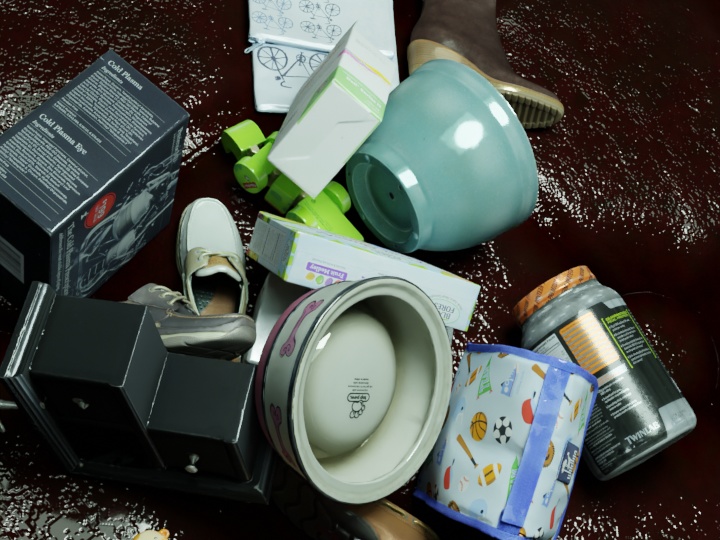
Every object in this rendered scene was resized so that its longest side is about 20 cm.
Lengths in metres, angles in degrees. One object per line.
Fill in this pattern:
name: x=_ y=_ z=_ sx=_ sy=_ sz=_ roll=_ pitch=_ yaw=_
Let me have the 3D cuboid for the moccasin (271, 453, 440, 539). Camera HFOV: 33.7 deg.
moccasin: x=-0.009 y=0.219 z=1.128 sx=0.200 sy=0.074 sz=0.078 roll=31 pitch=44 yaw=5

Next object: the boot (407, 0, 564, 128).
boot: x=0.157 y=-0.267 z=1.434 sx=0.198 sy=0.073 sz=0.168 roll=14 pitch=62 yaw=-6

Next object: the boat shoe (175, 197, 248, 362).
boat shoe: x=-0.144 y=0.009 z=1.197 sx=0.074 sy=0.069 sz=0.202 roll=-2 pitch=64 yaw=-18

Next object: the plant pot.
plant pot: x=0.069 y=-0.101 z=1.250 sx=0.134 sy=0.201 sz=0.201 roll=-33 pitch=76 yaw=-25

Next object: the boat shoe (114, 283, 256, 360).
boat shoe: x=-0.192 y=0.048 z=1.113 sx=0.198 sy=0.075 sz=0.074 roll=-4 pitch=70 yaw=15

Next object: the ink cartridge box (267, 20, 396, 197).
ink cartridge box: x=-0.024 y=-0.176 z=1.256 sx=0.067 sy=0.117 sz=0.201 roll=37 pitch=28 yaw=-13

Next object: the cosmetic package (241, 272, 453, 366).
cosmetic package: x=-0.015 y=0.086 z=1.195 sx=0.198 sy=0.071 sz=0.102 roll=17 pitch=60 yaw=-8

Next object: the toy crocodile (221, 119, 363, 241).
toy crocodile: x=-0.075 y=-0.084 z=1.279 sx=0.200 sy=0.062 sz=0.068 roll=44 pitch=59 yaw=3

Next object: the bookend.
bookend: x=-0.177 y=0.110 z=1.027 sx=0.197 sy=0.199 sz=0.093 roll=7 pitch=59 yaw=8

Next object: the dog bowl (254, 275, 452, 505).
dog bowl: x=-0.009 y=0.101 z=1.062 sx=0.199 sy=0.073 sz=0.203 roll=-10 pitch=104 yaw=-44

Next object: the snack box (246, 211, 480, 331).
snack box: x=0.000 y=0.000 z=1.182 sx=0.198 sy=0.142 sz=0.054 roll=16 pitch=96 yaw=-22

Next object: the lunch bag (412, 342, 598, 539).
lunch bag: x=0.141 y=0.161 z=1.102 sx=0.123 sy=0.200 sz=0.172 roll=19 pitch=83 yaw=-5

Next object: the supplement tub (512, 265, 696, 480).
supplement tub: x=0.248 y=0.104 z=1.238 sx=0.122 sy=0.123 sz=0.201 roll=-20 pitch=71 yaw=-25

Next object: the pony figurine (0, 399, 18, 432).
pony figurine: x=-0.418 y=0.086 z=1.039 sx=0.191 sy=0.167 sz=0.201 roll=-14 pitch=52 yaw=-32

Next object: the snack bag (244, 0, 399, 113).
snack bag: x=-0.043 y=-0.260 z=1.399 sx=0.186 sy=0.021 sz=0.202 roll=4 pitch=62 yaw=-16

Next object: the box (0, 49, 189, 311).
box: x=-0.266 y=-0.071 z=1.124 sx=0.104 sy=0.200 sz=0.182 roll=38 pitch=59 yaw=7

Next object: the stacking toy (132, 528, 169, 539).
stacking toy: x=-0.119 y=0.286 z=1.052 sx=0.199 sy=0.110 sz=0.116 roll=29 pitch=60 yaw=12
